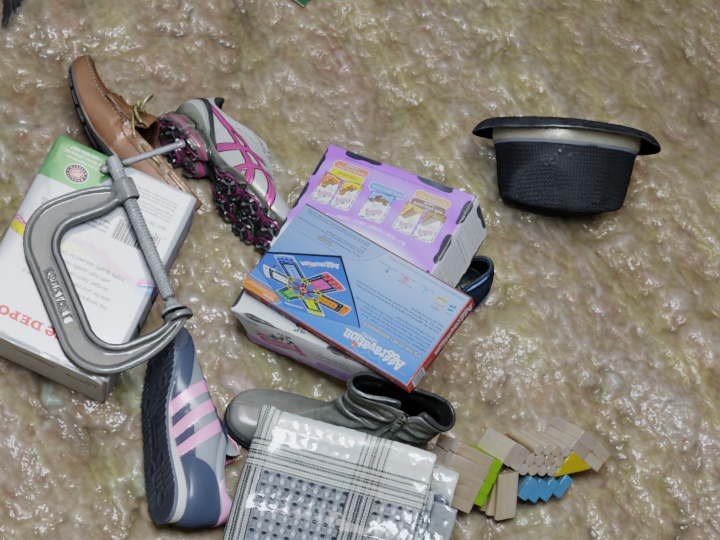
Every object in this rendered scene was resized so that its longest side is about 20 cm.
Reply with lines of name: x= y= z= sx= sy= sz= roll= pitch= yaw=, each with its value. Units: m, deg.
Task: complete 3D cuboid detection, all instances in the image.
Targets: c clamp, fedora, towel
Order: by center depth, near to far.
towel: x=-0.020 y=0.238 z=1.564 sx=0.198 sy=0.035 sz=0.194 roll=18 pitch=77 yaw=-6
c clamp: x=-0.212 y=-0.011 z=1.578 sx=0.169 sy=0.027 sz=0.202 roll=-15 pitch=75 yaw=-15
fedora: x=0.214 y=-0.105 z=1.842 sx=0.199 sy=0.200 sz=0.093 roll=5 pitch=87 yaw=-14

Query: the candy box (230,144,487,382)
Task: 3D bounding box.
candy box: x=0.000 y=0.000 z=1.675 sx=0.167 sy=0.072 sz=0.201 roll=22 pitch=69 yaw=25

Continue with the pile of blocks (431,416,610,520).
pile of blocks: x=0.141 y=0.187 z=1.681 sx=0.198 sy=0.083 sz=0.062 roll=-2 pitch=15 yaw=-29

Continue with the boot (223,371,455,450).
boot: x=-0.019 y=0.127 z=1.616 sx=0.198 sy=0.131 sz=0.068 roll=15 pitch=54 yaw=-7

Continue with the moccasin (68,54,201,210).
moccasin: x=-0.225 y=-0.133 z=1.744 sx=0.077 sy=0.074 sz=0.202 roll=-32 pitch=69 yaw=-5

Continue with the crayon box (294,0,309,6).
crayon box: x=-0.054 y=-0.401 z=1.992 sx=0.127 sy=0.051 sz=0.200 roll=35 pitch=56 yaw=6

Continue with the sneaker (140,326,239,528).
sneaker: x=-0.153 y=0.144 z=1.613 sx=0.081 sy=0.070 sz=0.202 roll=13 pitch=57 yaw=-29

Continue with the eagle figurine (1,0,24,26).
eagle figurine: x=-0.358 y=-0.375 z=1.805 sx=0.200 sy=0.151 sz=0.151 roll=-49 pitch=124 yaw=-9

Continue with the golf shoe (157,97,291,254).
golf shoe: x=-0.115 y=-0.101 z=1.768 sx=0.092 sy=0.073 sz=0.200 roll=-31 pitch=71 yaw=-32

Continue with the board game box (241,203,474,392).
board game box: x=-0.004 y=0.023 z=1.609 sx=0.199 sy=0.019 sz=0.103 roll=30 pitch=72 yaw=28

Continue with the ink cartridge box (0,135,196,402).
ink cartridge box: x=-0.259 y=0.000 z=1.626 sx=0.144 sy=0.084 sz=0.201 roll=24 pitch=69 yaw=-1

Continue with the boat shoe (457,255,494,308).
boat shoe: x=0.041 y=0.020 z=1.739 sx=0.199 sy=0.069 sz=0.084 roll=-24 pitch=69 yaw=-25
